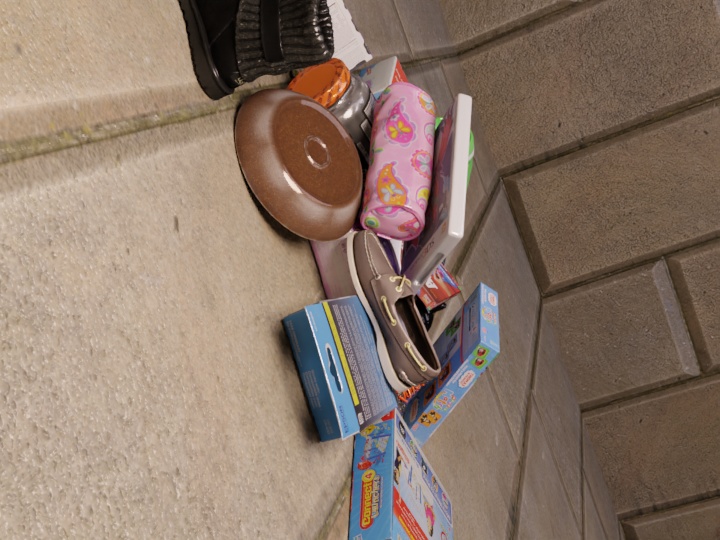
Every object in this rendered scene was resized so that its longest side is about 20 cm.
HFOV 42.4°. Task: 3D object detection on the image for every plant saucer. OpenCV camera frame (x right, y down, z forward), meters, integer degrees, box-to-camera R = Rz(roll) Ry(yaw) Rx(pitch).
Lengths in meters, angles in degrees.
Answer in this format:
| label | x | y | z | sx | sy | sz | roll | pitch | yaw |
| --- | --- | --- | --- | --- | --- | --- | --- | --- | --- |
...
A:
| label | x | y | z | sx | sy | sz | roll | pitch | yaw |
| --- | --- | --- | --- | --- | --- | --- | --- | --- | --- |
| plant saucer | -0.061 | -0.135 | 1.114 | 0.198 | 0.036 | 0.204 | 25 | 52 | -35 |

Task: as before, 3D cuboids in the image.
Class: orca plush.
| label | x | y | z | sx | sy | sz | roll | pitch | yaw |
| --- | --- | --- | --- | --- | --- | --- | --- | --- | --- |
| orca plush | 0.095 | 0.052 | 1.437 | 0.200 | 0.070 | 0.107 | 12 | 57 | -80 |

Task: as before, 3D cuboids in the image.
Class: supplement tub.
| label | x | y | z | sx | sy | sz | roll | pitch | yaw |
| --- | --- | --- | --- | --- | --- | --- | --- | --- | --- |
| supplement tub | -0.017 | -0.182 | 1.280 | 0.201 | 0.121 | 0.124 | 55 | 23 | -36 |

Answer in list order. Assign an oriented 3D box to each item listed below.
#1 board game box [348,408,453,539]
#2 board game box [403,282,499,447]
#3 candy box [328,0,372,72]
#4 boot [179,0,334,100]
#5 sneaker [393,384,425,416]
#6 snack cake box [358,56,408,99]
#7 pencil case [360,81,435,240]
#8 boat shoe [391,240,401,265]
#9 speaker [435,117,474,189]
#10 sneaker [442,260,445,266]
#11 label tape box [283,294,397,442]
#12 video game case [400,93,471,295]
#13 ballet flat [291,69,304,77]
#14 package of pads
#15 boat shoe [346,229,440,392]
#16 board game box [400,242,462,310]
| label | x | y | z | sx | sy | sz | roll | pitch | yaw |
| --- | --- | --- | --- | --- | --- | --- | --- | --- | --- |
| board game box | 0.054 | 0.305 | 1.122 | 0.198 | 0.055 | 0.202 | -85 | 152 | -52 |
| board game box | 0.127 | 0.135 | 1.317 | 0.036 | 0.201 | 0.152 | 30 | 29 | -10 |
| candy box | -0.077 | -0.400 | 1.333 | 0.201 | 0.071 | 0.169 | 54 | 6 | -45 |
| boot | -0.116 | -0.306 | 1.036 | 0.079 | 0.155 | 0.215 | 15 | 58 | -69 |
| sneaker | 0.058 | 0.141 | 1.264 | 0.200 | 0.077 | 0.076 | -63 | 131 | -67 |
| snack cake box | 0.062 | -0.213 | 1.446 | 0.202 | 0.066 | 0.116 | 62 | 24 | -29 |
| pencil case | 0.049 | -0.138 | 1.175 | 0.088 | 0.086 | 0.204 | 50 | 38 | -50 |
| boat shoe | 0.029 | -0.004 | 1.348 | 0.068 | 0.070 | 0.204 | 135 | -55 | -66 |
| speaker | 0.113 | -0.123 | 1.361 | 0.202 | 0.086 | 0.090 | 97 | -8 | -48 |
| sneaker | 0.094 | -0.013 | 1.528 | 0.074 | 0.082 | 0.200 | 47 | 27 | 3 |
| label tape box | -0.030 | 0.109 | 1.045 | 0.200 | 0.065 | 0.146 | -7 | 79 | -71 |
| video game case | 0.093 | -0.090 | 1.176 | 0.183 | 0.023 | 0.204 | 124 | -24 | -59 |
| ballet flat | -0.047 | -0.229 | 1.347 | 0.064 | 0.075 | 0.201 | -54 | 127 | -28 |
| package of pads | 0.000 | 0.000 | 1.218 | 0.120 | 0.075 | 0.204 | -14 | 85 | -65 |
| boat shoe | 0.040 | 0.041 | 1.119 | 0.071 | 0.059 | 0.204 | -3 | 73 | -59 |
| board game box | 0.071 | -0.034 | 1.425 | 0.201 | 0.019 | 0.102 | 53 | 31 | 10 |
